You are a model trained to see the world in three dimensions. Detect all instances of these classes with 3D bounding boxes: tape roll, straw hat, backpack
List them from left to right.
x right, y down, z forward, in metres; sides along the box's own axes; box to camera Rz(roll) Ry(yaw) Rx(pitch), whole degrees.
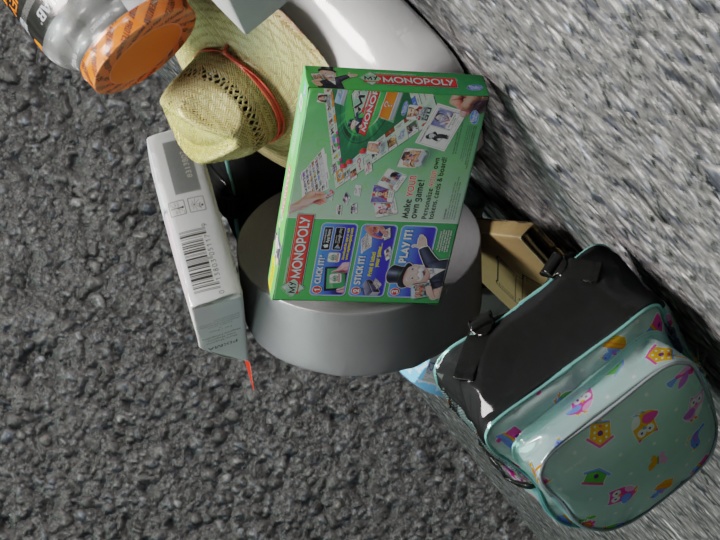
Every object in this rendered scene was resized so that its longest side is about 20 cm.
[{"bbox_3d":[-0.107,-0.127,1.594,0.201,0.085,0.201,34,149,24],"label":"straw hat"},{"bbox_3d":[-0.080,-0.142,1.822,0.200,0.153,0.176,-120,12,-58],"label":"backpack"},{"bbox_3d":[0.000,0.000,1.678,0.200,0.200,0.066,44,147,44],"label":"tape roll"},{"bbox_3d":[0.176,0.102,1.520,0.153,0.176,0.200,50,180,34],"label":"backpack"}]

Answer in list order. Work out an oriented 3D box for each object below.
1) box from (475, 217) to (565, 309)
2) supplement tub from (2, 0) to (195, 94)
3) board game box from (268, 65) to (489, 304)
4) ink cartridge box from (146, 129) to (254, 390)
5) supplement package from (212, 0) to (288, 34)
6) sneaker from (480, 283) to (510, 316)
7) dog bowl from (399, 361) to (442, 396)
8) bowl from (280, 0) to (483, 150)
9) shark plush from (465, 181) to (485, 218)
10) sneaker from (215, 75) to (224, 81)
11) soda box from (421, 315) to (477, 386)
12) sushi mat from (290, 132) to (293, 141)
[{"bbox_3d":[0.154,0.017,1.724,0.163,0.021,0.200,45,169,-16],"label":"box"},{"bbox_3d":[-0.221,-0.239,1.549,0.200,0.122,0.123,50,175,12],"label":"supplement tub"},{"bbox_3d":[0.010,-0.059,1.516,0.029,0.134,0.200,-101,18,-49],"label":"board game box"},{"bbox_3d":[-0.133,-0.001,1.705,0.200,0.057,0.163,99,156,-62],"label":"ink cartridge box"},{"bbox_3d":[-0.110,-0.288,1.438,0.200,0.117,0.117,47,172,24],"label":"supplement package"},{"bbox_3d":[0.072,0.017,1.876,0.099,0.200,0.071,-129,47,-57],"label":"sneaker"},{"bbox_3d":[0.090,0.062,2.032,0.111,0.050,0.200,37,-152,6],"label":"dog bowl"},{"bbox_3d":[0.004,-0.166,1.607,0.200,0.075,0.200,47,172,20],"label":"bowl"},{"bbox_3d":[0.052,-0.103,1.867,0.083,0.091,0.200,98,152,-49],"label":"shark plush"},{"bbox_3d":[-0.100,-0.229,1.656,0.111,0.077,0.200,65,-161,-79],"label":"sneaker"},{"bbox_3d":[0.153,0.095,1.737,0.200,0.068,0.063,22,176,-34],"label":"soda box"},{"bbox_3d":[-0.004,-0.078,1.598,0.200,0.095,0.012,89,174,-76],"label":"sushi mat"}]
